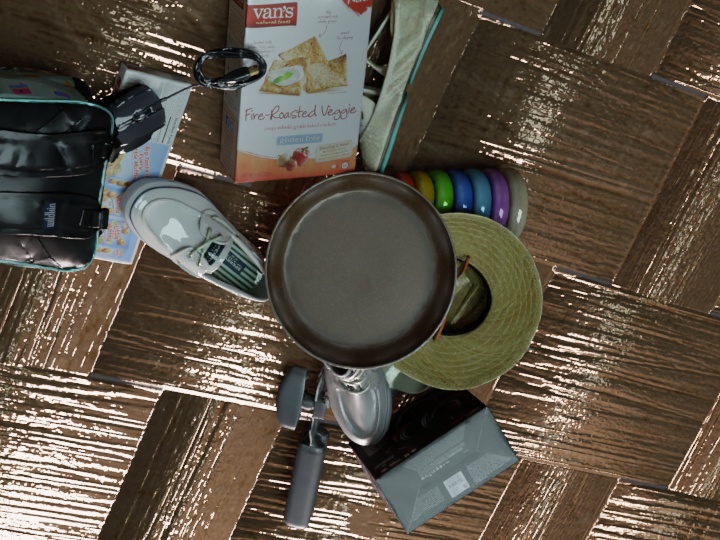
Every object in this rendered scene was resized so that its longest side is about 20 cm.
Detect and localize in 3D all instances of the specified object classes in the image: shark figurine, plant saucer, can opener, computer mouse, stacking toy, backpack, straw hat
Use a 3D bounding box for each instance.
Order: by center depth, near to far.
[{"bbox_3d":[-0.340,-0.098,1.508,0.198,0.153,0.178,-3,118,-35],"label":"backpack"},{"bbox_3d":[-0.182,-0.160,1.577,0.198,0.034,0.059,-25,112,4],"label":"computer mouse"},{"bbox_3d":[0.000,0.000,1.706,0.197,0.032,0.203,0,93,-3],"label":"plant saucer"},{"bbox_3d":[0.076,-0.073,1.773,0.198,0.086,0.086,2,117,-21],"label":"stacking toy"},{"bbox_3d":[0.091,0.024,1.781,0.198,0.085,0.204,-1,99,-6],"label":"straw hat"},{"bbox_3d":[0.076,0.090,1.857,0.213,0.129,0.089,-28,171,19],"label":"shark figurine"},{"bbox_3d":[-0.071,0.196,1.884,0.066,0.053,0.202,14,116,4],"label":"can opener"}]

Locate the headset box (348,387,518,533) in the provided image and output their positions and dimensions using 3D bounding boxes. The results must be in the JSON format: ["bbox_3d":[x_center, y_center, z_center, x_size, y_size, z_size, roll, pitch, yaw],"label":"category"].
[{"bbox_3d":[0.076,0.201,1.860,0.148,0.200,0.076,-32,101,-4],"label":"headset box"}]

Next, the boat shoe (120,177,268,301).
[{"bbox_3d":[-0.155,-0.030,1.674,0.199,0.067,0.074,29,99,-44],"label":"boat shoe"}]

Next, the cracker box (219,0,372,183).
[{"bbox_3d":[-0.065,-0.192,1.644,0.132,0.058,0.202,-7,120,-22],"label":"cracker box"}]

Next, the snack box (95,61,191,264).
[{"bbox_3d":[-0.231,-0.103,1.637,0.071,0.024,0.202,10,113,-30],"label":"snack box"}]

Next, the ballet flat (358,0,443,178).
[{"bbox_3d":[0.025,-0.194,1.696,0.062,0.068,0.202,19,107,-3],"label":"ballet flat"}]

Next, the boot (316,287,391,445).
[{"bbox_3d":[-0.016,0.104,1.781,0.073,0.096,0.203,-10,102,13],"label":"boot"}]
